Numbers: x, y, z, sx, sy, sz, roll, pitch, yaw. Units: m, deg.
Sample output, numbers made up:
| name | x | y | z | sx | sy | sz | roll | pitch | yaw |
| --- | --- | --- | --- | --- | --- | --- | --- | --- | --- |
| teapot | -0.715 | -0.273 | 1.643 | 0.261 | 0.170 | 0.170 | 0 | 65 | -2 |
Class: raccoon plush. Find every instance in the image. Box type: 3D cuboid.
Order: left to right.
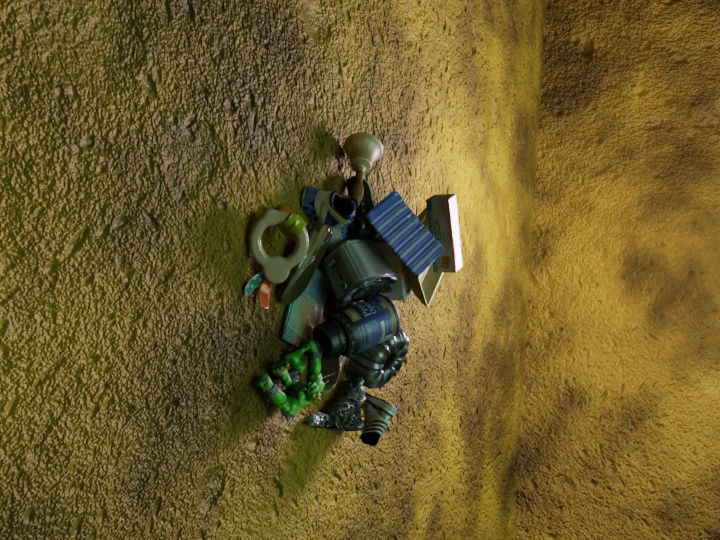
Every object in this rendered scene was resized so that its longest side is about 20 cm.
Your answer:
| name | x | y | z | sx | sy | sz | roll | pitch | yaw |
| --- | --- | --- | --- | --- | --- | --- | --- | --- | --- |
| raccoon plush | -0.049 | 0.325 | 1.670 | 0.200 | 0.096 | 0.136 | 32 | 55 | -58 |

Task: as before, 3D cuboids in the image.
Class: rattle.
| name | x | y | z | sx | sy | sz | roll | pitch | yaw |
| --- | --- | --- | --- | --- | --- | --- | --- | --- | --- |
| rattle | -0.192 | -0.035 | 1.435 | 0.129 | 0.143 | 0.202 | 8 | 101 | -30 |

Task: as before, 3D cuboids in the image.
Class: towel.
| name | x | y | z | sx | sy | sz | roll | pitch | yaw |
| --- | --- | --- | --- | --- | --- | --- | --- | --- | --- |
| towel | -0.125 | 0.086 | 1.576 | 0.147 | 0.021 | 0.202 | 43 | 54 | -54 |
| towel | 0.112 | -0.093 | 1.653 | 0.200 | 0.024 | 0.145 | 49 | 46 | 0 |

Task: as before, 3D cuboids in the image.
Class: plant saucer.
| name | x | y | z | sx | sy | sz | roll | pitch | yaw |
| --- | --- | --- | --- | --- | --- | --- | --- | --- | --- |
| plant saucer | 0.164 | -0.040 | 1.783 | 0.201 | 0.048 | 0.201 | -60 | 140 | -44 |

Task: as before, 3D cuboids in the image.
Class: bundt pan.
| name | x | y | z | sx | sy | sz | roll | pitch | yaw |
| --- | --- | --- | --- | --- | --- | --- | --- | --- | --- |
| bundt pan | 0.059 | 0.231 | 1.792 | 0.201 | 0.075 | 0.203 | -37 | 145 | -31 |

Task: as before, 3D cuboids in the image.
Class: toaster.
| name | x | y | z | sx | sy | sz | roll | pitch | yaw |
| --- | --- | --- | --- | --- | --- | --- | --- | --- | --- |
| toaster | 0.000 | 0.000 | 1.655 | 0.199 | 0.113 | 0.130 | -7 | 62 | -53 |

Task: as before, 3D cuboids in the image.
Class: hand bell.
| name | x | y | z | sx | sy | sz | roll | pitch | yaw |
| --- | --- | --- | --- | --- | --- | --- | --- | --- | --- |
| hand bell | -0.004 | -0.235 | 1.665 | 0.104 | 0.103 | 0.202 | 58 | 32 | -46 |

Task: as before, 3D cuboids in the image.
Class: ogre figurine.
| name | x | y | z | sx | sy | sz | roll | pitch | yaw |
| --- | --- | --- | --- | --- | --- | --- | --- | --- | --- |
| ogre figurine | -0.141 | 0.243 | 1.485 | 0.121 | 0.097 | 0.200 | 67 | 18 | -9 |

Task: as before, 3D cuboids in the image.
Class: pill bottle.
| name | x | y | z | sx | sy | sz | roll | pitch | yaw |
| --- | --- | --- | --- | --- | --- | --- | --- | --- | --- |
| pill bottle | -0.011 | 0.139 | 1.611 | 0.199 | 0.111 | 0.113 | -20 | 111 | -34 |

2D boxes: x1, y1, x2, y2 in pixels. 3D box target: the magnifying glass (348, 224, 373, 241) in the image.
| name | x | y | z | sx | sy | sz | roll | pitch | yaw |
| --- | --- | --- | --- | --- | --- | --- | --- | --- | --- |
| magnifying glass | -0.004 | -0.045 | 1.759 | 0.022 | 0.079 | 0.203 | -29 | 127 | -62 |

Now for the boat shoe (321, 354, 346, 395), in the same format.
| name | x | y | z | sx | sy | sz | roll | pitch | yaw |
| --- | --- | --- | --- | --- | --- | --- | --- | --- | --- |
| boat shoe | -0.070 | 0.211 | 1.656 | 0.065 | 0.071 | 0.201 | 114 | -2 | -55 |

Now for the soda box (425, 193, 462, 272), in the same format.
| name | x | y | z | sx | sy | sz | roll | pitch | yaw |
| --- | --- | --- | --- | --- | --- | --- | --- | --- | --- |
| soda box | 0.222 | -0.097 | 1.771 | 0.063 | 0.068 | 0.203 | -33 | 119 | -58 |

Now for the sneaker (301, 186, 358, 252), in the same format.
| name | x | y | z | sx | sy | sz | roll | pitch | yaw |
| --- | --- | --- | --- | --- | --- | --- | --- | --- | --- |
| sneaker | -0.053 | -0.118 | 1.603 | 0.200 | 0.114 | 0.081 | 62 | 41 | -45 |

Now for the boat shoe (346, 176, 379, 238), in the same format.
| name | x | y | z | sx | sy | sz | roll | pitch | yaw |
| --- | --- | --- | --- | --- | --- | --- | --- | --- | --- |
| boat shoe | -0.004 | -0.166 | 1.691 | 0.074 | 0.062 | 0.203 | 118 | -35 | -44 |

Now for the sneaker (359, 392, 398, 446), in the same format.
| name | x | y | z | sx | sy | sz | roll | pitch | yaw |
| --- | --- | --- | --- | --- | --- | --- | --- | --- | --- |
| sneaker | 0.018 | 0.388 | 1.752 | 0.075 | 0.200 | 0.116 | 35 | 76 | -12 |

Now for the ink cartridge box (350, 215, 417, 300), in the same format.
| name | x | y | z | sx | sy | sz | roll | pitch | yaw |
| --- | --- | --- | --- | --- | --- | --- | --- | --- | --- |
| ink cartridge box | 0.074 | -0.034 | 1.818 | 0.147 | 0.143 | 0.203 | -30 | 117 | -59 |

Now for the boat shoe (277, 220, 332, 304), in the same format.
| name | x | y | z | sx | sy | sz | roll | pitch | yaw |
| --- | --- | --- | --- | --- | --- | --- | --- | --- | --- |
| boat shoe | -0.134 | -0.021 | 1.511 | 0.202 | 0.066 | 0.072 | -60 | 160 | -11 |

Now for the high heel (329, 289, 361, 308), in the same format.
| name | x | y | z | sx | sy | sz | roll | pitch | yaw |
| --- | --- | --- | --- | --- | --- | --- | --- | --- | --- |
| high heel | -0.023 | 0.123 | 1.730 | 0.142 | 0.071 | 0.202 | -38 | 120 | -50 |
